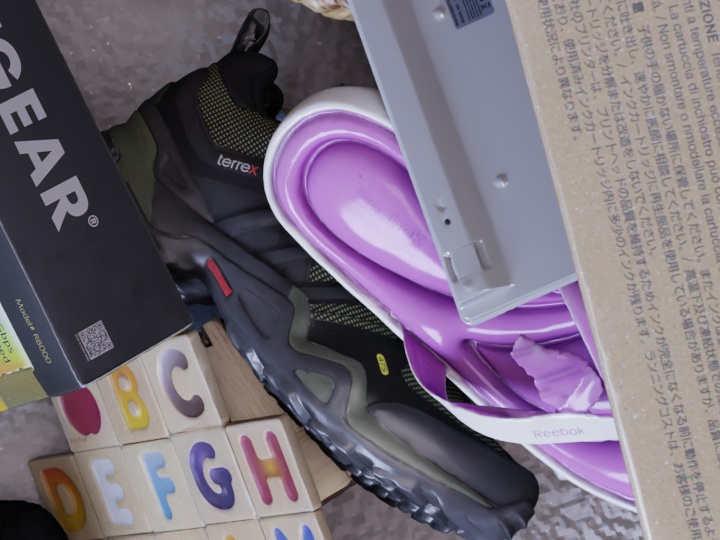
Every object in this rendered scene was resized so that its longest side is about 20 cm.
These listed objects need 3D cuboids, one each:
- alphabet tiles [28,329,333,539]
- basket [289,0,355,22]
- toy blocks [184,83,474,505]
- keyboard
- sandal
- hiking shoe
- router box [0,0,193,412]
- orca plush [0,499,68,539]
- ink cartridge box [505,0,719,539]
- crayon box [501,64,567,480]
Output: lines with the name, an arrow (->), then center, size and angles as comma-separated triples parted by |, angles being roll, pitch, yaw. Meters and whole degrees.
alphabet tiles -> -0.051, 0.120, 1.043 | 0.006, 0.166, 0.200 | -24, 97, -36
basket -> 0.045, -0.181, 1.036 | 0.142, 0.149, 0.201 | 3, 94, 26
toy blocks -> 0.002, -0.007, 1.077 | 0.200, 0.100, 0.137 | -33, 85, -4
keyboard -> 0.025, -0.083, 0.925 | 0.056, 0.011, 0.200 | -22, 70, 7
sandal -> 0.049, 0.021, 0.926 | 0.202, 0.050, 0.083 | 33, 121, 11
hiking shoe -> 0.000, 0.000, 0.997 | 0.101, 0.076, 0.200 | -43, 76, -5
router box -> -0.156, -0.047, 1.014 | 0.052, 0.157, 0.200 | -30, 97, -35
orca plush -> -0.171, 0.128, 1.019 | 0.200, 0.105, 0.071 | -28, 136, -32
ink cartridge box -> 0.142, -0.014, 0.833 | 0.164, 0.075, 0.201 | -13, 101, 11
crayon box -> 0.112, -0.031, 0.932 | 0.200, 0.052, 0.126 | -29, 98, 36
